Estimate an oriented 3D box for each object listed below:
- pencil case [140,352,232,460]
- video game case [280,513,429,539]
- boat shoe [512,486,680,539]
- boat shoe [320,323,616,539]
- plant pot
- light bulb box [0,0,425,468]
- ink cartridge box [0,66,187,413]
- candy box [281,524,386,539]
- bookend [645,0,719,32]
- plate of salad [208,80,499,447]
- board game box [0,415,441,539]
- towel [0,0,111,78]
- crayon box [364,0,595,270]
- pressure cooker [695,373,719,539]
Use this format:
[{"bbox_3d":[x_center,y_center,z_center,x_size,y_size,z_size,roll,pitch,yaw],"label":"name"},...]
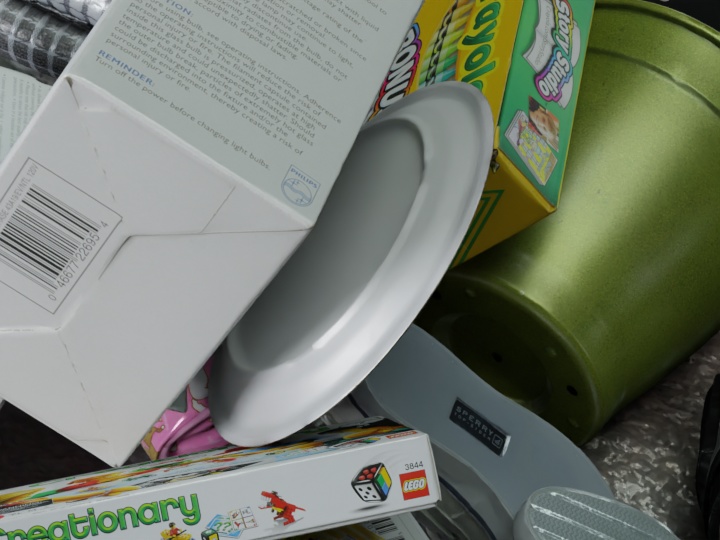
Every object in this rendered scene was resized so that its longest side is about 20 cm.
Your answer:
[{"bbox_3d":[-0.104,0.019,1.226,0.087,0.083,0.200,24,26,-52],"label":"pencil case"},{"bbox_3d":[-0.015,0.190,1.062,0.182,0.022,0.200,-12,51,-33],"label":"video game case"},{"bbox_3d":[0.153,0.182,1.150,0.200,0.067,0.074,32,40,1],"label":"boat shoe"},{"bbox_3d":[0.047,0.107,1.195,0.202,0.086,0.075,39,53,-22],"label":"boat shoe"},{"bbox_3d":[0.118,-0.009,1.274,0.200,0.200,0.193,31,56,13],"label":"plant pot"},{"bbox_3d":[-0.087,-0.054,1.088,0.125,0.198,0.200,33,41,-8],"label":"light bulb box"},{"bbox_3d":[-0.174,-0.016,1.175,0.173,0.044,0.200,17,46,-23],"label":"ink cartridge box"},{"bbox_3d":[0.056,0.168,1.044,0.200,0.026,0.102,28,5,8],"label":"candy box"},{"bbox_3d":[0.286,-0.114,1.496,0.200,0.092,0.199,40,45,23],"label":"bookend"},{"bbox_3d":[0.000,0.000,1.100,0.048,0.200,0.200,36,38,-22],"label":"plate of salad"},{"bbox_3d":[-0.073,0.103,1.053,0.200,0.126,0.035,-11,92,-9],"label":"board game box"},{"bbox_3d":[-0.110,-0.141,1.356,0.166,0.086,0.200,24,20,17],"label":"towel"},{"bbox_3d":[0.034,-0.077,1.238,0.058,0.172,0.200,42,38,-24],"label":"crayon box"},{"bbox_3d":[0.264,0.100,1.205,0.176,0.179,0.200,22,42,-2],"label":"pressure cooker"}]
